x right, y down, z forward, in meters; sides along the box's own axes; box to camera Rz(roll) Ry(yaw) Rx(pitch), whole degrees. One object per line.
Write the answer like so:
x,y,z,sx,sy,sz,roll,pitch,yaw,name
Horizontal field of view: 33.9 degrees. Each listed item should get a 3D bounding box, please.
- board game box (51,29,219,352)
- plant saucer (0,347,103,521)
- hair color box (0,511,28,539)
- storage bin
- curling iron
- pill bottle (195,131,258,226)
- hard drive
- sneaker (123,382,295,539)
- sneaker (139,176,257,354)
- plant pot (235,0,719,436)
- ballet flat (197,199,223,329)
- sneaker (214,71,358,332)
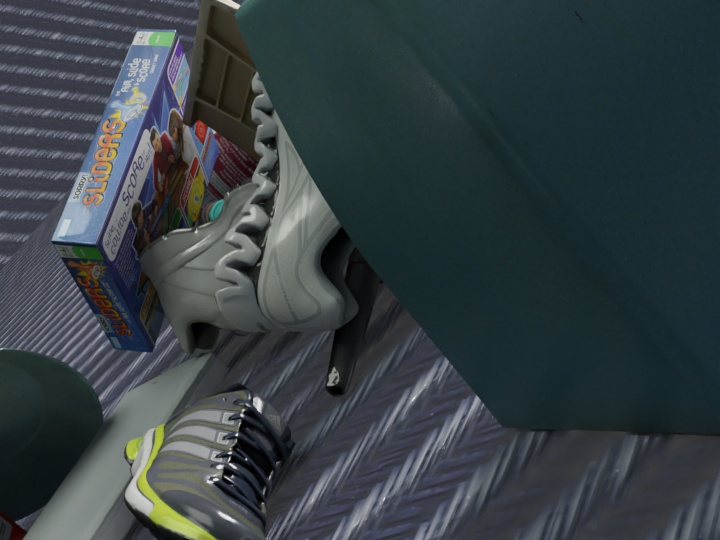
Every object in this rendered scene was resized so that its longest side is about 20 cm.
-0.161,-0.060,0.884,0.034,0.136,0.202,4,55,13,board game box
-0.292,0.120,0.871,0.201,0.201,0.039,-42,49,10,plant saucer
-0.338,0.244,0.848,0.200,0.102,0.061,-43,18,5,hair color box
-0.027,-0.194,0.844,0.201,0.093,0.199,-54,-1,-22,storage bin
0.000,0.000,0.718,0.050,0.025,0.201,-50,22,37,curling iron
-0.092,-0.128,1.108,0.199,0.110,0.110,-38,18,20,pill bottle
-0.176,0.151,0.811,0.131,0.026,0.201,-28,24,45,hard drive
-0.071,0.102,0.603,0.081,0.074,0.200,-43,18,-5,sneaker
-0.069,-0.009,0.795,0.074,0.088,0.199,-9,-16,-45,sneaker
0.063,-0.061,0.434,0.142,0.200,0.141,-52,18,-23,plant pot
-0.114,-0.004,0.950,0.073,0.073,0.200,-43,19,7,ballet flat
-0.022,-0.061,0.677,0.080,0.075,0.203,7,85,27,sneaker
